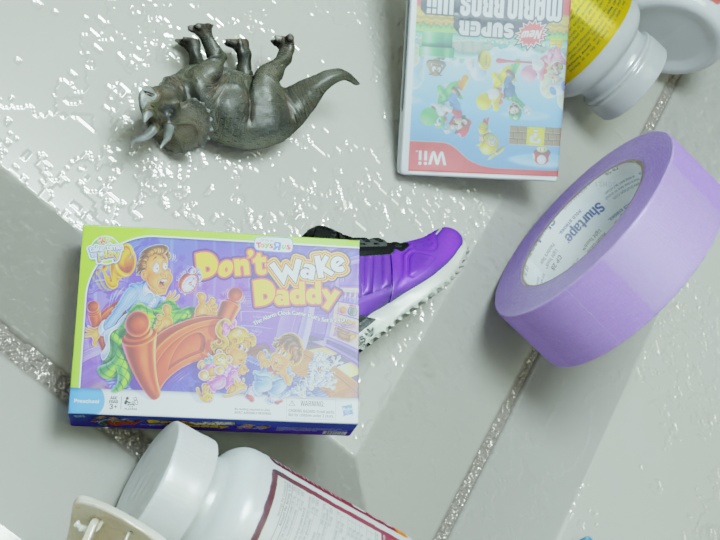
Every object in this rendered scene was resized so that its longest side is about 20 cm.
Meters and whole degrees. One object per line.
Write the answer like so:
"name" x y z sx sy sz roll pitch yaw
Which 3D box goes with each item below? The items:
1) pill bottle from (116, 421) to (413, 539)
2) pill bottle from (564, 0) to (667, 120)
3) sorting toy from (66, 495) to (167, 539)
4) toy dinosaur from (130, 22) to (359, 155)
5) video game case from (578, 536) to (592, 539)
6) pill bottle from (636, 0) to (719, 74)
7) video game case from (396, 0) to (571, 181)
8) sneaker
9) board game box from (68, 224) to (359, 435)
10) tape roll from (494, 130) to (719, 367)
"pill bottle" -0.064 0.190 0.866 0.199 0.109 0.110 32 61 -17
"pill bottle" 0.178 -0.231 1.142 0.199 0.112 0.113 39 59 -13
"sorting toy" -0.133 0.273 0.769 0.178 0.107 0.201 22 63 2
"toy dinosaur" -0.097 -0.134 0.989 0.198 0.077 0.104 1 85 -35
"video game case" 0.173 0.314 0.974 0.144 0.018 0.200 55 39 4
"pill bottle" 0.322 -0.305 1.248 0.115 0.116 0.202 29 61 -19
"video game case" 0.106 -0.180 1.070 0.141 0.017 0.203 2 98 -11
"sneaker" 0.000 0.000 0.990 0.200 0.069 0.100 -36 91 -34
"board game box" -0.101 0.043 0.895 0.197 0.045 0.136 3 72 -9
"tape roll" 0.201 -0.019 1.034 0.066 0.200 0.201 42 58 -12
